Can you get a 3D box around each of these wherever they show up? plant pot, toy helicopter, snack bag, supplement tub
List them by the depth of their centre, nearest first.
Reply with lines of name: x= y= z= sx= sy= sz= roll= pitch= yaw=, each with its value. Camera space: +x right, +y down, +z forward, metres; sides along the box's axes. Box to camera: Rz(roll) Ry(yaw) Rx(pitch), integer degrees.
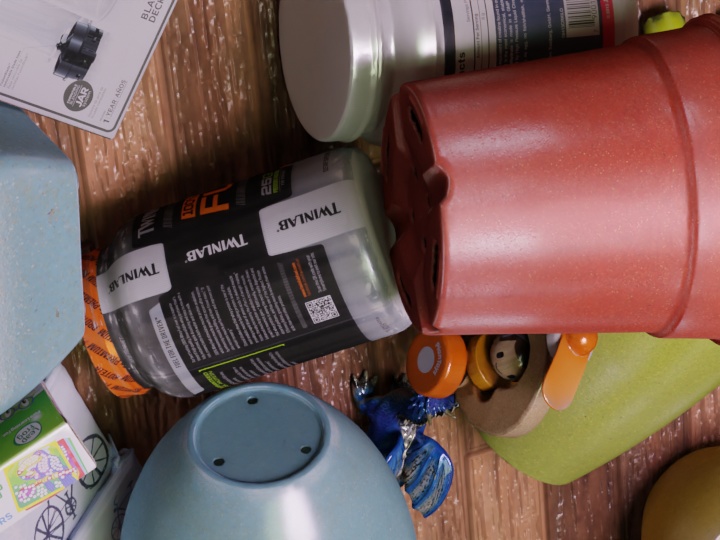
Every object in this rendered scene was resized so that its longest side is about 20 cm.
plant pot: x=-0.272 y=-0.014 z=1.400 sx=0.199 sy=0.196 sz=0.197 roll=-13 pitch=119 yaw=-24
plant pot: x=0.122 y=-0.045 z=1.419 sx=0.194 sy=0.201 sz=0.202 roll=-5 pitch=117 yaw=-12
supplement tub: x=-0.074 y=0.006 z=1.515 sx=0.199 sy=0.123 sz=0.123 roll=-18 pitch=124 yaw=10
supplement tub: x=0.062 y=-0.151 z=1.517 sx=0.199 sy=0.140 sz=0.141 roll=-7 pitch=117 yaw=-22
plant pot: x=-0.062 y=0.151 z=1.536 sx=0.199 sy=0.200 sz=0.135 roll=-18 pitch=135 yaw=-16
toy helicopter: x=0.115 y=0.012 z=1.545 sx=0.079 sy=0.132 sz=0.201 roll=13 pitch=97 yaw=-35
snack bag: x=-0.191 y=0.184 z=1.561 sx=0.189 sy=0.021 sz=0.201 roll=-63 pitch=140 yaw=-40
plant pot: x=0.166 y=0.045 z=1.659 sx=0.186 sy=0.188 sz=0.200 roll=20 pitch=119 yaw=-32
plant pot: x=0.290 y=0.211 z=1.804 sx=0.199 sy=0.142 sz=0.201 roll=-11 pitch=118 yaw=-21

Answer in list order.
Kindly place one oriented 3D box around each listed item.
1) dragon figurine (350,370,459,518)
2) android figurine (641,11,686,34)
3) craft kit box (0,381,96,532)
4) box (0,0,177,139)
dragon figurine: x=0.025 y=0.135 z=1.666 sx=0.059 sy=0.099 sz=0.201 roll=8 pitch=111 yaw=-28
android figurine: x=0.256 y=-0.083 z=1.625 sx=0.181 sy=0.201 sz=0.041 roll=-5 pitch=157 yaw=-22
craft kit box: x=-0.279 y=0.113 z=1.451 sx=0.200 sy=0.198 sz=0.049 roll=-34 pitch=123 yaw=-6
box: x=-0.218 y=-0.167 z=1.424 sx=0.199 sy=0.060 sz=0.117 roll=17 pitch=106 yaw=-31
